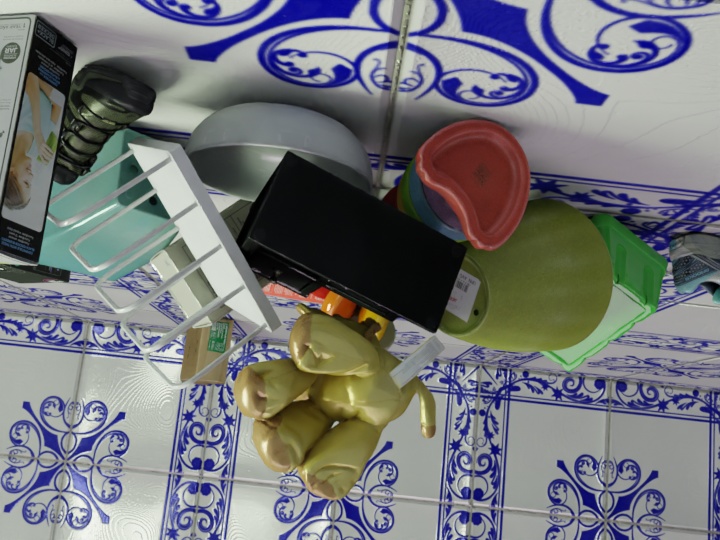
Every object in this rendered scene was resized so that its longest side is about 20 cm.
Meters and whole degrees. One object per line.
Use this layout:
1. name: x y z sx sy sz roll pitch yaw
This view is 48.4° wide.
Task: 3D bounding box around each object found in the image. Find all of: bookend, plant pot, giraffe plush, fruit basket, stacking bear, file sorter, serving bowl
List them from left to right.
1. plant pot: -0.298 -0.088 0.964 0.198 0.144 0.140 -15 157 42
2. file sorter: -0.195 -0.006 0.777 0.138 0.124 0.202 20 142 57
3. serving bowl: -0.081 -0.124 0.828 0.196 0.067 0.200 7 169 1
4. bookend: -0.027 -0.010 0.826 0.196 0.093 0.200 27 164 -12
5. giraffe plush: -0.024 0.102 0.808 0.197 0.175 0.162 -24 -163 -6
6. stacking bear: 0.082 -0.075 0.854 0.122 0.114 0.200 50 156 -7
7. plant pot: 0.164 0.014 0.931 0.185 0.191 0.198 -5 -178 43
8. fruit basket: 0.316 0.013 1.113 0.154 0.218 0.215 32 160 -17

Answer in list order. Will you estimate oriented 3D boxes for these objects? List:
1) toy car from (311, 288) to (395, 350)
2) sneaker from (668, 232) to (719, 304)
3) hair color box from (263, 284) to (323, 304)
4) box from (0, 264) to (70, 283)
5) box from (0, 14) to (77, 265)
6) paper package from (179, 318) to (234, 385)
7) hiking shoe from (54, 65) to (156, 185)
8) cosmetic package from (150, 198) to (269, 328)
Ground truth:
1. toy car: 0.000 0.000 1.059 0.147 0.202 0.177 20 133 0
2. sneaker: 0.515 0.009 1.098 0.196 0.088 0.078 7 169 -3
3. hair color box: -0.107 -0.002 1.328 0.196 0.062 0.102 10 -151 -18
4. box: -0.563 -0.060 1.240 0.146 0.127 0.199 0 168 32
5. box: -0.323 -0.110 0.688 0.114 0.204 0.060 1 168 17
6. paper package: -0.476 0.249 2.480 0.102 0.204 0.190 12 168 -27
7. hiking shoe: -0.271 -0.134 0.793 0.198 0.103 0.075 -5 165 42
8. cosmetic package: -0.138 -0.029 0.960 0.199 0.104 0.087 -36 -171 -27
